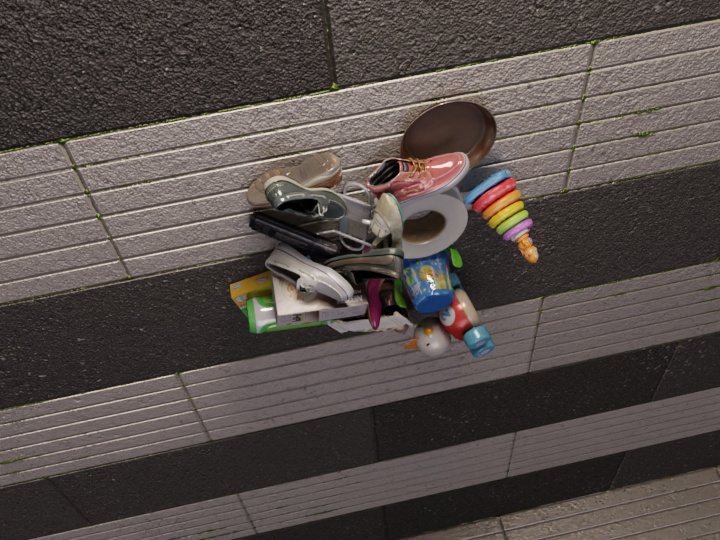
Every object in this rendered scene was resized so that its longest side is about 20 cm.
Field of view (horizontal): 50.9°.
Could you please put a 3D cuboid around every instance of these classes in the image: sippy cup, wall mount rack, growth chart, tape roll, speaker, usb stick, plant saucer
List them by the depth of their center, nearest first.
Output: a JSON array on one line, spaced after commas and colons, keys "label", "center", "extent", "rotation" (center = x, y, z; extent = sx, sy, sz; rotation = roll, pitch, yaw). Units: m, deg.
[{"label": "plant saucer", "center": [0.171, -0.264, 1.502], "extent": [0.199, 0.032, 0.201], "rotation": [-8, 141, -7]}, {"label": "usb stick", "center": [-0.136, -0.071, 1.586], "extent": [0.199, 0.033, 0.055], "rotation": [21, 150, -8]}, {"label": "wall mount rack", "center": [-0.050, -0.101, 1.604], "extent": [0.173, 0.075, 0.201], "rotation": [20, 140, 10]}, {"label": "tape roll", "center": [0.127, -0.117, 1.635], "extent": [0.201, 0.071, 0.203], "rotation": [-9, 142, -7]}, {"label": "speaker", "center": [-0.157, 0.092, 1.723], "extent": [0.199, 0.089, 0.089], "rotation": [-7, 141, -10]}, {"label": "sippy cup", "center": [0.155, 0.022, 1.751], "extent": [0.139, 0.131, 0.178], "rotation": [-10, 150, -11]}, {"label": "growth chart", "center": [0.022, 0.129, 1.823], "extent": [0.199, 0.018, 0.145], "rotation": [-6, 162, 12]}]

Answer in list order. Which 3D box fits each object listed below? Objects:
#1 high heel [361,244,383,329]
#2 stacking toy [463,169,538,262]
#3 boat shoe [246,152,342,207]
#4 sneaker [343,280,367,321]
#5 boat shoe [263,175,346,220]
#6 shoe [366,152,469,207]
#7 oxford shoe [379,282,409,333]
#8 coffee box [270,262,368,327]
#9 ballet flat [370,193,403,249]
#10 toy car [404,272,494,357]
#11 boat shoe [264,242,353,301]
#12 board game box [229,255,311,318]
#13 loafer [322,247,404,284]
[{"label": "high heel", "center": [0.055, 0.031, 1.697], "extent": [0.095, 0.201, 0.067], "rotation": [-3, 169, -4]}, {"label": "stacking toy", "center": [0.318, -0.104, 1.598], "extent": [0.110, 0.201, 0.116], "rotation": [-35, 171, 22]}, {"label": "boat shoe", "center": [-0.126, -0.163, 1.498], "extent": [0.199, 0.076, 0.072], "rotation": [-17, 144, 6]}, {"label": "sneaker", "center": [-0.005, 0.074, 1.823], "extent": [0.078, 0.090, 0.200], "rotation": [2, 159, -12]}, {"label": "boat shoe", "center": [-0.099, -0.123, 1.456], "extent": [0.199, 0.062, 0.073], "rotation": [16, 130, -44]}, {"label": "shoe", "center": [0.111, -0.190, 1.490], "extent": [0.199, 0.072, 0.091], "rotation": [-24, 147, 19]}, {"label": "oxford shoe", "center": [0.082, 0.114, 1.900], "extent": [0.071, 0.073, 0.200], "rotation": [-21, 142, 8]}, {"label": "coffee box", "center": [-0.091, 0.050, 1.657], "extent": [0.199, 0.115, 0.080], "rotation": [-6, 157, -10]}, {"label": "ballet flat", "center": [0.052, -0.077, 1.530], "extent": [0.062, 0.067, 0.200], "rotation": [-36, 151, -15]}, {"label": "toy car", "center": [0.194, 0.144, 1.843], "extent": [0.199, 0.185, 0.177], "rotation": [-29, 156, 5]}, {"label": "boat shoe", "center": [-0.111, 0.020, 1.586], "extent": [0.067, 0.199, 0.074], "rotation": [-50, 158, -29]}, {"label": "board game box", "center": [-0.183, 0.055, 1.771], "extent": [0.199, 0.040, 0.153], "rotation": [-21, 141, 7]}, {"label": "loafer", "center": [0.000, 0.000, 1.560], "extent": [0.199, 0.063, 0.072], "rotation": [-12, 159, 35]}]
